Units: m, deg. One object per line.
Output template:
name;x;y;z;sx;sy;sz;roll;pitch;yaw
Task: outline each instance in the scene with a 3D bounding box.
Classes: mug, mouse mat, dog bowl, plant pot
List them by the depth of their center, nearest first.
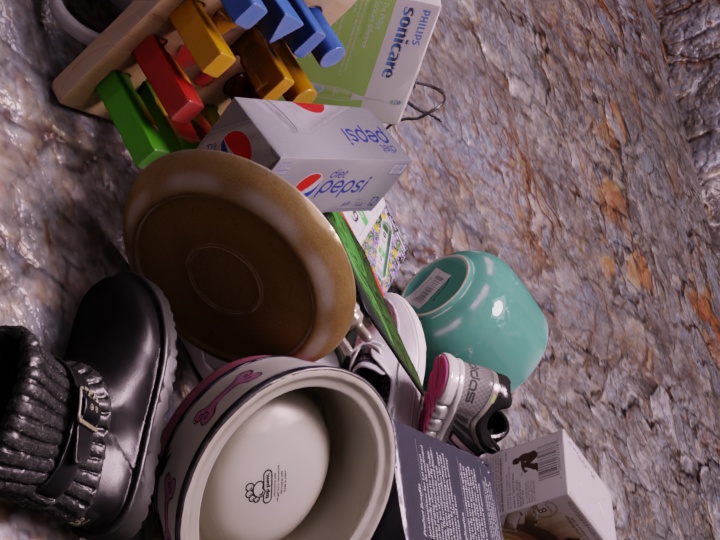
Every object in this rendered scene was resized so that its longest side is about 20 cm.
dog bowl;-0.070;0.154;1.107;0.198;0.073;0.203;-18;119;-35
plant pot;-0.098;0.002;1.122;0.201;0.198;0.028;60;39;-23
mouse mat;0.000;0.000;1.299;0.161;0.007;0.201;56;7;-52
mug;0.104;0.064;1.549;0.115;0.151;0.186;52;31;-29

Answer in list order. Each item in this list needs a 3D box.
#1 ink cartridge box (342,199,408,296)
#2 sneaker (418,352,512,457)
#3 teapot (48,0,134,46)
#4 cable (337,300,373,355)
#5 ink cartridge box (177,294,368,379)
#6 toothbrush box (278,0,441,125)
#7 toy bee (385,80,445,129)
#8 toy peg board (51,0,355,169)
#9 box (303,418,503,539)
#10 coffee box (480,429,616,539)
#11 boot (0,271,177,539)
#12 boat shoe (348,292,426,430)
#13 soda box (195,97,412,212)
ink cartridge box;-0.016;-0.016;1.477;0.110;0.050;0.200;63;25;-17
sneaker;0.099;0.163;1.450;0.074;0.086;0.202;-85;-174;-47
teapot;-0.182;-0.295;1.225;0.200;0.144;0.200;-113;-146;-68
cable;-0.062;-0.018;1.180;0.201;0.050;0.097;53;17;-5
ink cartridge box;-0.074;0.024;1.283;0.146;0.083;0.200;61;27;-16
toothbrush box;-0.041;-0.226;1.340;0.197;0.147;0.087;9;47;-11
toy bee;-0.021;-0.105;1.425;0.132;0.197;0.110;-89;-176;-45
toy peg board;-0.103;-0.155;1.192;0.098;0.199;0.199;58;20;20
box;0.017;0.212;1.266;0.199;0.146;0.106;28;48;-55
coffee box;0.131;0.242;1.418;0.113;0.198;0.080;50;28;-36
boot;-0.199;0.067;0.996;0.158;0.079;0.214;42;38;-47
boat shoe;0.016;0.104;1.447;0.068;0.071;0.203;43;45;-49
soda box;-0.043;-0.092;1.210;0.068;0.064;0.199;51;27;20
